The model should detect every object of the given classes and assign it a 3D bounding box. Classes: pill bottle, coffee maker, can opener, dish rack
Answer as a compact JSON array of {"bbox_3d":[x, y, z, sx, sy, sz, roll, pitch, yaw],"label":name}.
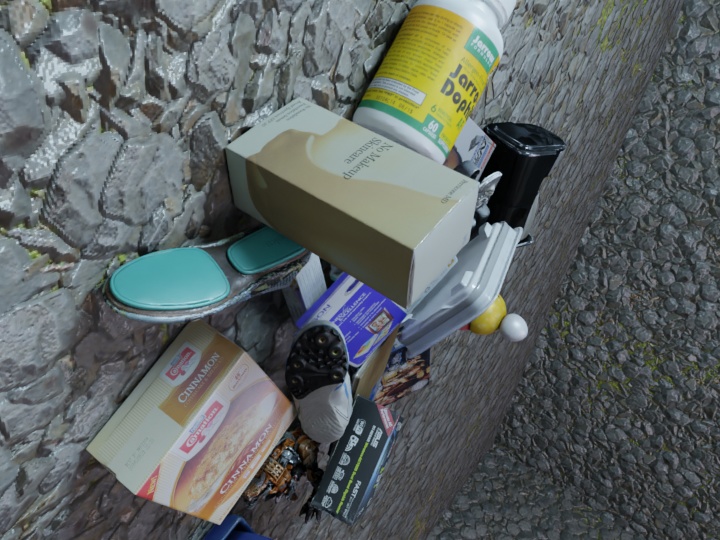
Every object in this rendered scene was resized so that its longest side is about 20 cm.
[{"bbox_3d":[0.084,-0.219,0.675,0.201,0.112,0.113,-61,157,-1],"label":"pill bottle"},{"bbox_3d":[0.245,-0.137,1.073,0.192,0.134,0.202,-34,144,-46],"label":"coffee maker"},{"bbox_3d":[0.144,-0.087,0.882,0.053,0.067,0.200,-35,165,-18],"label":"can opener"},{"bbox_3d":[0.127,0.016,0.836,0.171,0.044,0.200,-39,-168,40],"label":"dish rack"}]

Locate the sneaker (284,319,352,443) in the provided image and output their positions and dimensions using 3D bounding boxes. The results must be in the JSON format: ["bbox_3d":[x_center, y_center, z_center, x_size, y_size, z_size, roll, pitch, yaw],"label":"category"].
[{"bbox_3d":[-0.044,0.117,0.700,0.201,0.071,0.073,91,-1,-46],"label":"sneaker"}]

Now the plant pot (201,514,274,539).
[{"bbox_3d":[-0.158,0.461,0.848,0.200,0.179,0.201,-49,153,-27],"label":"plant pot"}]

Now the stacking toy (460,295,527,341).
[{"bbox_3d":[0.222,0.072,1.172,0.146,0.199,0.147,-46,153,-32],"label":"stacking toy"}]

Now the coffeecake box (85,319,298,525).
[{"bbox_3d":[-0.159,0.163,0.650,0.154,0.073,0.201,-53,155,-18],"label":"coffeecake box"}]

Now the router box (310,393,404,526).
[{"bbox_3d":[0.003,0.262,0.880,0.200,0.062,0.151,66,48,-74],"label":"router box"}]

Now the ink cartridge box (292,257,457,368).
[{"bbox_3d":[0.018,0.016,0.738,0.198,0.043,0.200,-46,154,1],"label":"ink cartridge box"}]

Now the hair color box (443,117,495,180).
[{"bbox_3d":[0.120,-0.160,0.879,0.200,0.064,0.112,6,112,-64],"label":"hair color box"}]

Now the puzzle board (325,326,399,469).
[{"bbox_3d":[0.003,0.178,0.916,0.151,0.017,0.201,-48,160,-51],"label":"puzzle board"}]

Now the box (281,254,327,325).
[{"bbox_3d":[-0.067,0.009,0.709,0.041,0.039,0.201,-48,153,-22],"label":"box"}]

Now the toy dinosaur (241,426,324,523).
[{"bbox_3d":[-0.090,0.282,0.912,0.198,0.102,0.137,-19,119,-28],"label":"toy dinosaur"}]

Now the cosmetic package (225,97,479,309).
[{"bbox_3d":[-0.009,-0.065,0.542,0.105,0.199,0.072,-45,152,-33],"label":"cosmetic package"}]

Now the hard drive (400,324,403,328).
[{"bbox_3d":[0.071,0.096,1.038,0.131,0.026,0.200,-28,153,-1],"label":"hard drive"}]

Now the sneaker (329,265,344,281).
[{"bbox_3d":[0.000,0.000,0.822,0.088,0.075,0.201,-33,144,-21],"label":"sneaker"}]

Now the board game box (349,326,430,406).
[{"bbox_3d":[0.052,0.168,1.059,0.134,0.035,0.201,-24,148,-9],"label":"board game box"}]

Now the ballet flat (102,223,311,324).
[{"bbox_3d":[-0.126,0.011,0.546,0.199,0.074,0.075,-18,134,-39],"label":"ballet flat"}]
